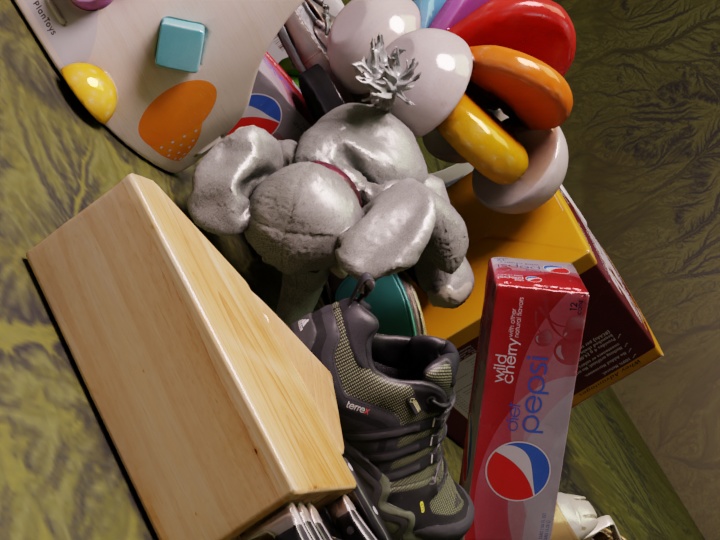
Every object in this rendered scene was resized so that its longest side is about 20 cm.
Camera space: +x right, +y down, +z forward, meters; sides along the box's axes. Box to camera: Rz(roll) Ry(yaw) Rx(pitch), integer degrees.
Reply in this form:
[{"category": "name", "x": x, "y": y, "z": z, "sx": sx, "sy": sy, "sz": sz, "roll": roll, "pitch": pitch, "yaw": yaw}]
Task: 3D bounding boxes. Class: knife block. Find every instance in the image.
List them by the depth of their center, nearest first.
[{"category": "knife block", "x": -0.055, "y": 0.079, "z": 0.444, "sx": 0.200, "sy": 0.064, "sz": 0.176, "roll": 50, "pitch": 13, "yaw": -27}]

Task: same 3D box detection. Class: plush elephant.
[{"category": "plush elephant", "x": -0.019, "y": -0.033, "z": 0.709, "sx": 0.164, "sy": 0.155, "sz": 0.201, "roll": 24, "pitch": -43, "yaw": 21}]

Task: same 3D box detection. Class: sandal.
[{"category": "sandal", "x": 0.020, "y": -0.074, "z": 0.833, "sx": 0.202, "sy": 0.048, "sz": 0.075, "roll": 61, "pitch": -8, "yaw": -3}]

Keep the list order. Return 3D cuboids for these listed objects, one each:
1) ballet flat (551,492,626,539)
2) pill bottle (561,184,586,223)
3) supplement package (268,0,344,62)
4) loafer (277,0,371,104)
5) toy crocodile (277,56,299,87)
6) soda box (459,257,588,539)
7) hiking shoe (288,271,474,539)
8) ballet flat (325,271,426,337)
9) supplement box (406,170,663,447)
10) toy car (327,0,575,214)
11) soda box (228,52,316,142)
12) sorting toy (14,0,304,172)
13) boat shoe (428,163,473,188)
[{"category": "ballet flat", "x": 0.209, "y": 0.248, "z": 1.047, "sx": 0.200, "sy": 0.063, "sz": 0.069, "roll": 43, "pitch": 17, "yaw": -47}, {"category": "pill bottle", "x": 0.119, "y": -0.033, "z": 1.095, "sx": 0.113, "sy": 0.199, "sz": 0.113, "roll": 52, "pitch": 12, "yaw": -17}, {"category": "supplement package", "x": -0.115, "y": -0.324, "z": 1.136, "sx": 0.117, "sy": 0.117, "sz": 0.201, "roll": 38, "pitch": 22, "yaw": -54}, {"category": "loafer", "x": -0.025, "y": -0.178, "z": 0.905, "sx": 0.201, "sy": 0.062, "sz": 0.072, "roll": 64, "pitch": 5, "yaw": -4}, {"category": "toy crocodile", "x": -0.026, "y": -0.150, "z": 0.980, "sx": 0.198, "sy": 0.062, "sz": 0.068, "roll": -2, "pitch": 75, "yaw": -27}, {"category": "soda box", "x": 0.111, "y": 0.097, "z": 0.762, "sx": 0.070, "sy": 0.063, "sz": 0.202, "roll": -82, "pitch": 177, "yaw": -74}, {"category": "hiking shoe", "x": 0.028, "y": 0.093, "z": 0.648, "sx": 0.200, "sy": 0.100, "sz": 0.076, "roll": 48, "pitch": 15, "yaw": -32}, {"category": "ballet flat", "x": 0.000, "y": 0.000, "z": 0.859, "sx": 0.201, "sy": 0.070, "sz": 0.071, "roll": 57, "pitch": 12, "yaw": 16}, {"category": "supplement box", "x": 0.124, "y": 0.033, "z": 0.943, "sx": 0.200, "sy": 0.196, "sz": 0.133, "roll": 43, "pitch": 20, "yaw": -48}, {"category": "toy car", "x": 0.085, "y": -0.154, "z": 0.817, "sx": 0.174, "sy": 0.150, "sz": 0.200, "roll": 31, "pitch": 14, "yaw": -37}, {"category": "soda box", "x": -0.110, "y": -0.152, "z": 0.818, "sx": 0.200, "sy": 0.070, "sz": 0.064, "roll": 45, "pitch": 17, "yaw": -48}, {"category": "sorting toy", "x": -0.113, "y": -0.194, "z": 0.654, "sx": 0.201, "sy": 0.179, "sz": 0.107, "roll": 57, "pitch": 12, "yaw": 5}, {"category": "boat shoe", "x": 0.075, "y": -0.050, "z": 1.003, "sx": 0.072, "sy": 0.199, "sz": 0.071, "roll": 48, "pitch": 37, "yaw": -39}]
